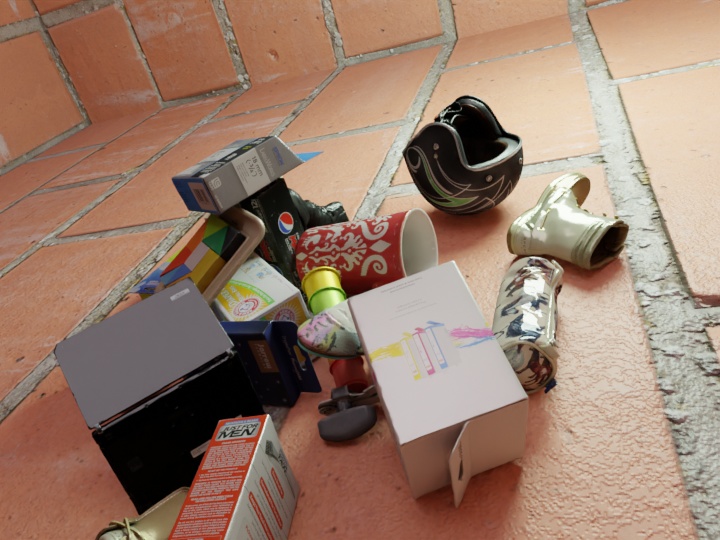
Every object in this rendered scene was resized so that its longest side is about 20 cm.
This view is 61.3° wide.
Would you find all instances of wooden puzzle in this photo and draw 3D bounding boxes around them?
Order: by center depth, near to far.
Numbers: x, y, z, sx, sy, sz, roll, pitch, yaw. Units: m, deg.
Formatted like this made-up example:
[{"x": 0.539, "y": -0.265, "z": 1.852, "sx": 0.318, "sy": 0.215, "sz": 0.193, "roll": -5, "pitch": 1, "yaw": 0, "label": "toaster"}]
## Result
[{"x": -0.237, "y": -0.012, "z": 0.909, "sx": 0.201, "sy": 0.037, "sz": 0.184, "roll": -57, "pitch": 35, "yaw": -4, "label": "wooden puzzle"}]

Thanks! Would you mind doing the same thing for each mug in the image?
[{"x": -0.002, "y": -0.011, "z": 0.941, "sx": 0.198, "sy": 0.135, "sz": 0.178, "roll": -3, "pitch": 29, "yaw": 31, "label": "mug"}]

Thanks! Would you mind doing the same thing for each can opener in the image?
[{"x": 0.044, "y": 0.155, "z": 0.720, "sx": 0.197, "sy": 0.054, "sz": 0.068, "roll": -15, "pitch": 60, "yaw": 4, "label": "can opener"}]

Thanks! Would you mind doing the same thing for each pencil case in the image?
[{"x": 0.208, "y": 0.060, "z": 0.745, "sx": 0.089, "sy": 0.078, "sz": 0.201, "roll": -23, "pitch": 22, "yaw": 31, "label": "pencil case"}]

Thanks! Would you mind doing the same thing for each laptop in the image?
[{"x": -0.228, "y": 0.145, "z": 0.719, "sx": 0.176, "sy": 0.202, "sz": 0.103, "roll": -29, "pitch": 25, "yaw": -21, "label": "laptop"}]

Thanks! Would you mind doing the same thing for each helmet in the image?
[{"x": 0.189, "y": -0.194, "z": 1.091, "sx": 0.200, "sy": 0.191, "sz": 0.200, "roll": -43, "pitch": 3, "yaw": 2, "label": "helmet"}]

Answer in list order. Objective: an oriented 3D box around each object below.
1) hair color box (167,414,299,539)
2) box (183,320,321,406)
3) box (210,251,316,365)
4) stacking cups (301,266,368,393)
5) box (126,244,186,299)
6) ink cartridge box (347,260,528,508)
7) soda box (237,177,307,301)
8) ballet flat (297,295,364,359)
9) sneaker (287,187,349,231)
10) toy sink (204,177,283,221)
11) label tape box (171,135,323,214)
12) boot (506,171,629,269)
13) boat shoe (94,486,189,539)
[{"x": -0.119, "y": 0.248, "z": 0.564, "sx": 0.063, "sy": 0.112, "sz": 0.201, "roll": -9, "pitch": 29, "yaw": 14, "label": "hair color box"}, {"x": -0.157, "y": 0.122, "z": 0.795, "sx": 0.197, "sy": 0.122, "sz": 0.033, "roll": -4, "pitch": 31, "yaw": 24, "label": "box"}, {"x": -0.153, "y": 0.065, "z": 0.903, "sx": 0.101, "sy": 0.114, "sz": 0.200, "roll": -30, "pitch": 31, "yaw": -18, "label": "box"}, {"x": -0.037, "y": 0.083, "z": 0.820, "sx": 0.060, "sy": 0.061, "sz": 0.201, "roll": -17, "pitch": 44, "yaw": 0, "label": "stacking cups"}, {"x": -0.339, "y": 0.005, "z": 1.180, "sx": 0.121, "sy": 0.048, "sz": 0.200, "roll": 0, "pitch": 33, "yaw": 30, "label": "box"}, {"x": 0.080, "y": 0.119, "z": 0.616, "sx": 0.124, "sy": 0.129, "sz": 0.201, "roll": -20, "pitch": 49, "yaw": -3, "label": "ink cartridge box"}, {"x": -0.131, "y": -0.045, "z": 0.990, "sx": 0.063, "sy": 0.202, "sz": 0.071, "roll": 3, "pitch": 34, "yaw": 37, "label": "soda box"}, {"x": 0.004, "y": 0.071, "z": 0.741, "sx": 0.069, "sy": 0.199, "sz": 0.072, "roll": 42, "pitch": 105, "yaw": 37, "label": "ballet flat"}, {"x": -0.071, "y": -0.092, "z": 1.067, "sx": 0.059, "sy": 0.201, "sz": 0.105, "roll": 7, "pitch": 51, "yaw": 39, "label": "sneaker"}, {"x": -0.197, "y": -0.089, "z": 1.108, "sx": 0.129, "sy": 0.202, "sz": 0.112, "roll": -8, "pitch": 29, "yaw": 15, "label": "toy sink"}, {"x": -0.178, "y": -0.166, "z": 0.952, "sx": 0.199, "sy": 0.064, "sz": 0.143, "roll": -37, "pitch": 26, "yaw": -26, "label": "label tape box"}, {"x": 0.339, "y": -0.078, "z": 0.927, "sx": 0.199, "sy": 0.073, "sz": 0.154, "roll": -39, "pitch": 34, "yaw": -26, "label": "boot"}, {"x": -0.237, "y": 0.289, "z": 0.604, "sx": 0.073, "sy": 0.067, "sz": 0.200, "roll": 8, "pitch": 38, "yaw": 38, "label": "boat shoe"}]
